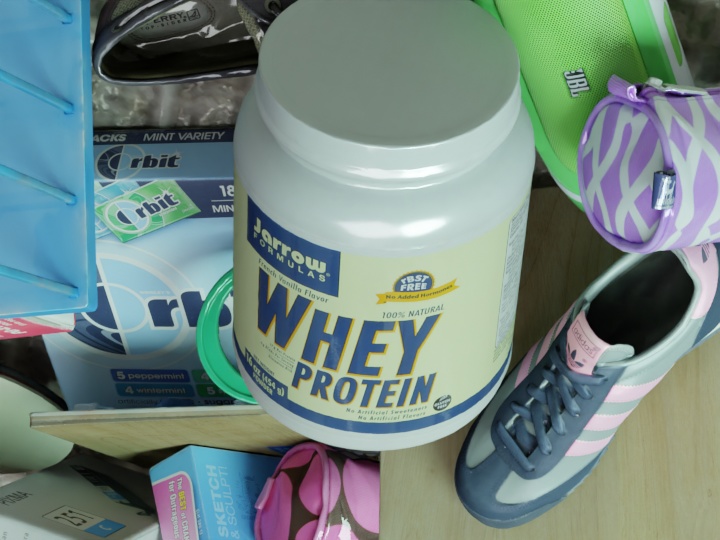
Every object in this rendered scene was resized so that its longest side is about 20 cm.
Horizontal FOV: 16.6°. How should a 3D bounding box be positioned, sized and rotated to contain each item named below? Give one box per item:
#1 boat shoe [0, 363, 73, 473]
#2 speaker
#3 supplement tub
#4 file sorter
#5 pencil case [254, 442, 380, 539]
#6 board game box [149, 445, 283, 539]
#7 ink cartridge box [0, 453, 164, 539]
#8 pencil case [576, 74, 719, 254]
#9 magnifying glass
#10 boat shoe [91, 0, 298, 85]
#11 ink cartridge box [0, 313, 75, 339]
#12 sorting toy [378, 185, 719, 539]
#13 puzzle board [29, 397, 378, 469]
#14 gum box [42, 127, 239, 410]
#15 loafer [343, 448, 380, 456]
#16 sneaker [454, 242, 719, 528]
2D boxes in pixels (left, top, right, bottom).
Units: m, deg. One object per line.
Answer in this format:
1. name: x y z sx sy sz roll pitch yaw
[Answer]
1. boat shoe: -0.269 0.070 1.498 0.199 0.063 0.071 13 113 -6
2. speaker: 0.109 -0.118 1.201 0.088 0.089 0.200 -8 135 19
3. supplement tub: 0.009 -0.026 1.205 0.144 0.145 0.200 7 134 4
4. file sorter: -0.216 -0.082 1.195 0.138 0.201 0.123 -5 171 16
5. pencil case: 0.030 0.153 1.473 0.199 0.094 0.091 16 100 -36
6. board game box: -0.041 0.210 1.467 0.153 0.201 0.040 12 146 -45
7. ink cartridge box: -0.203 0.145 1.482 0.176 0.200 0.045 16 97 12
8. pencil case: 0.197 -0.060 1.190 0.199 0.084 0.086 -8 103 -31
9. magnifying glass: 0.000 0.000 1.331 0.200 0.022 0.080 -34 92 6
10. boat shoe: -0.043 -0.130 1.231 0.199 0.065 0.072 -9 132 18
11. ink cartridge box: -0.260 -0.033 1.311 0.199 0.145 0.084 -6 170 18
12. sorting toy: 0.115 0.060 1.325 0.198 0.201 0.070 -6 162 22
13. puzzle board: -0.087 0.096 1.454 0.150 0.017 0.200 -4 168 16
14. gum box: -0.104 0.005 1.406 0.169 0.045 0.200 0 136 11
15. loafer: 0.083 0.066 1.411 0.199 0.073 0.071 -3 98 0
16. sneaker: 0.109 0.049 1.239 0.200 0.070 0.082 -50 157 13
